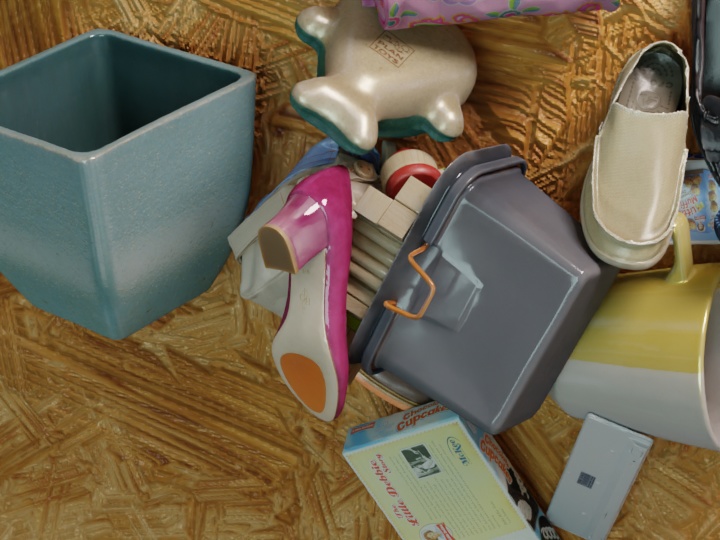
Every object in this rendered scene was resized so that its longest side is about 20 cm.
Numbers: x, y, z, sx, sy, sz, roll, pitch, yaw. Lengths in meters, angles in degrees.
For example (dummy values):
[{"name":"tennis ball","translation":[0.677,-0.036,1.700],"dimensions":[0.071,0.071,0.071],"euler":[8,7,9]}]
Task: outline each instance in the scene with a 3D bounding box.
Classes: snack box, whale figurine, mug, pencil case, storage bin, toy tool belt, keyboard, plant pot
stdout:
[{"name":"snack box","translation":[0.084,0.201,1.794],"dimensions":[0.116,0.037,0.200],"euler":[-19,120,25]},{"name":"whale figurine","translation":[0.007,-0.142,1.640],"dimensions":[0.159,0.200,0.104],"euler":[36,128,2]},{"name":"mug","translation":[0.228,0.047,1.672],"dimensions":[0.153,0.149,0.187],"euler":[2,88,29]},{"name":"pencil case","translation":[0.101,-0.232,1.598],"dimensions":[0.200,0.087,0.087],"euler":[-7,109,-5]},{"name":"storage bin","translation":[0.099,0.024,1.608],"dimensions":[0.134,0.146,0.200],"euler":[35,113,20]},{"name":"toy tool belt","translation":[-0.021,-0.058,1.702],"dimensions":[0.125,0.123,0.200],"euler":[30,121,-35]},{"name":"snack box","translation":[0.297,-0.058,1.658],"dimensions":[0.200,0.024,0.072],"euler":[0,109,21]},{"name":"keyboard","translation":[0.195,0.176,1.731],"dimensions":[0.056,0.011,0.200],"euler":[28,149,10]},{"name":"plant pot","translation":[-0.210,-0.062,1.739],"dimensions":[0.196,0.196,0.200],"euler":[20,128,37]}]

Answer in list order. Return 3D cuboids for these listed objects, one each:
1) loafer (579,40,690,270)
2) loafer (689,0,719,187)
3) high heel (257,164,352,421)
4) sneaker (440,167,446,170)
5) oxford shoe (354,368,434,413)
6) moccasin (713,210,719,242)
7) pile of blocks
[{"name":"loafer","translation":[0.211,-0.094,1.585],"dimensions":[0.076,0.200,0.068],"euler":[7,150,4]},{"name":"loafer","translation":[0.282,-0.145,1.596],"dimensions":[0.072,0.063,0.200],"euler":[-6,98,18]},{"name":"high heel","translation":[-0.025,0.019,1.601],"dimensions":[0.067,0.096,0.200],"euler":[12,130,37]},{"name":"sneaker","translation":[0.115,0.009,1.725],"dimensions":[0.082,0.074,0.200],"euler":[-9,107,22]},{"name":"oxford shoe","translation":[0.010,0.042,1.779],"dimensions":[0.200,0.071,0.073],"euler":[46,113,0]},{"name":"moccasin","translation":[0.339,-0.091,1.562],"dimensions":[0.080,0.200,0.068],"euler":[32,157,52]},{"name":"pile of blocks","translation":[0.000,0.000,1.647],"dimensions":[0.062,0.082,0.200],"euler":[33,119,14]}]
